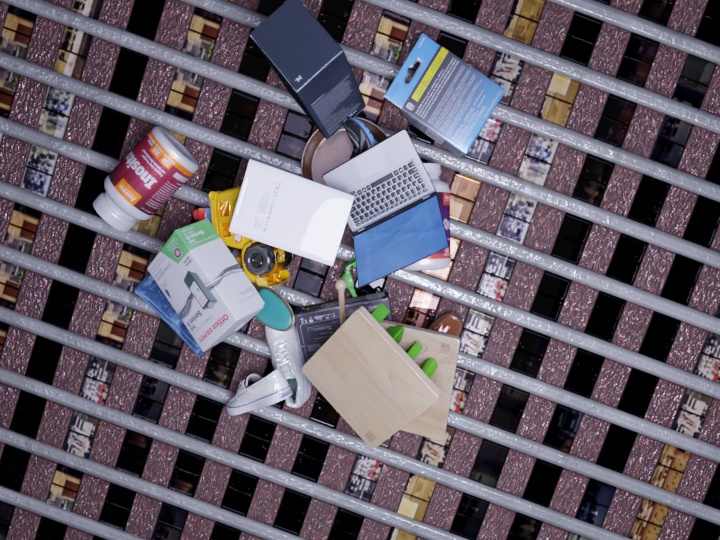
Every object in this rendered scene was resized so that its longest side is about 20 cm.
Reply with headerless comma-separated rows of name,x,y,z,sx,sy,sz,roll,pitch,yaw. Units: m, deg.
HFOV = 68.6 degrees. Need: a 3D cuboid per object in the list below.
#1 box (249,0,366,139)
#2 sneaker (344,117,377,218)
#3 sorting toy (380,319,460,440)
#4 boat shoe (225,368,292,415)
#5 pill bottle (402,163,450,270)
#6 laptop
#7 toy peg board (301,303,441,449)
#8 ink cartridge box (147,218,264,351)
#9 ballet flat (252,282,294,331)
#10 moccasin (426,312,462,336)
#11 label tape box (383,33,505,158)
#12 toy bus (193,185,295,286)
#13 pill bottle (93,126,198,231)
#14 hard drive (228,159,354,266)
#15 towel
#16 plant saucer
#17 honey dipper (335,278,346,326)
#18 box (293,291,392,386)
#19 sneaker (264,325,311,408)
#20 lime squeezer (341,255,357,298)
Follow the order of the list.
box,-0.089,-0.364,0.970,0.107,0.200,0.149,-39,76,4
sneaker,0.000,-0.196,1.028,0.081,0.071,0.204,-14,97,-4
sorting toy,0.083,0.197,1.017,0.196,0.070,0.203,11,103,15
boat shoe,-0.215,0.243,1.062,0.199,0.071,0.067,-26,86,46
pill bottle,0.123,-0.105,1.044,0.110,0.112,0.205,-1,95,1
laptop,0.039,-0.111,0.951,0.185,0.116,0.202,-24,105,22
toy peg board,0.030,0.180,0.958,0.200,0.098,0.199,46,125,5
ink cartridge box,-0.296,0.030,1.009,0.145,0.084,0.201,-38,86,37
ballet flat,-0.210,0.058,1.077,0.197,0.071,0.072,28,95,11
moccasin,0.138,0.174,1.081,0.074,0.078,0.202,43,94,-2
label tape box,0.164,-0.344,1.050,0.198,0.063,0.146,34,95,-1
toy bus,-0.239,-0.071,1.054,0.188,0.136,0.205,-3,97,15
pill bottle,-0.429,-0.177,1.050,0.200,0.113,0.113,-45,92,4
hard drive,-0.123,-0.103,0.954,0.196,0.027,0.134,18,95,-6
towel,-0.365,0.070,1.099,0.112,0.049,0.200,-43,92,3
plant saucer,-0.023,-0.208,1.079,0.196,0.034,0.205,0,95,0
honey dipper,-0.033,0.116,1.037,0.037,0.038,0.205,-3,101,1
box,-0.025,0.141,1.084,0.196,0.048,0.162,-11,105,2
sneaker,-0.150,0.185,1.088,0.069,0.080,0.204,-18,92,4
lime squeezer,0.000,0.000,1.092,0.069,0.038,0.204,14,93,0
